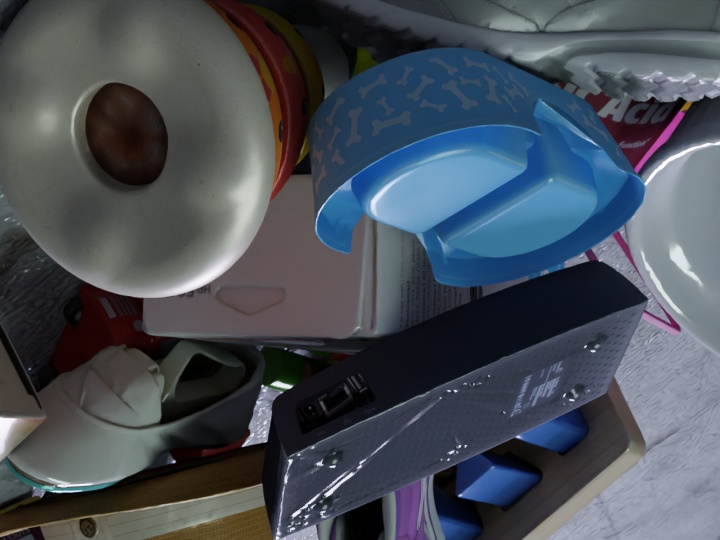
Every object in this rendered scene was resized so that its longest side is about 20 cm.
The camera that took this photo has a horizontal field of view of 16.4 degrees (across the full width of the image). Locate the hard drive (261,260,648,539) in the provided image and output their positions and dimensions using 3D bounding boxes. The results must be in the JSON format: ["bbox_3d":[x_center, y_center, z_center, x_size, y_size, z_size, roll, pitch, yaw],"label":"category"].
[{"bbox_3d":[0.042,0.063,1.258,0.199,0.043,0.135,-23,159,-15],"label":"hard drive"}]

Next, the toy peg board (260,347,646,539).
[{"bbox_3d":[0.037,0.078,1.486,0.097,0.200,0.200,20,126,-42],"label":"toy peg board"}]

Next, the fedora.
[{"bbox_3d":[-0.106,0.149,1.360,0.199,0.082,0.201,-14,179,0],"label":"fedora"}]

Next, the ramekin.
[{"bbox_3d":[0.242,-0.030,1.260,0.098,0.199,0.201,-59,173,-32],"label":"ramekin"}]

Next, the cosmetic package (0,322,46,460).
[{"bbox_3d":[-0.262,0.091,1.230,0.200,0.104,0.087,-40,155,22],"label":"cosmetic package"}]

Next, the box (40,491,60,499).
[{"bbox_3d":[-0.087,0.193,1.519,0.048,0.199,0.158,-54,162,-3],"label":"box"}]

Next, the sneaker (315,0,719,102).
[{"bbox_3d":[0.078,-0.129,1.165,0.198,0.083,0.075,7,170,-4],"label":"sneaker"}]

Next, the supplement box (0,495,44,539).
[{"bbox_3d":[-0.242,0.247,1.565,0.130,0.104,0.200,-23,156,-22],"label":"supplement box"}]

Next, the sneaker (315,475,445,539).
[{"bbox_3d":[0.003,0.159,1.389,0.115,0.072,0.202,-66,157,-55],"label":"sneaker"}]

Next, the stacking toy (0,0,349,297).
[{"bbox_3d":[-0.065,-0.082,1.152,0.146,0.146,0.200,-47,172,31],"label":"stacking toy"}]

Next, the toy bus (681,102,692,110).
[{"bbox_3d":[0.197,-0.170,1.319,0.065,0.079,0.200,-16,152,-36],"label":"toy bus"}]

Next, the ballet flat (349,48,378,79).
[{"bbox_3d":[0.030,-0.109,1.245,0.066,0.067,0.200,-21,155,-20],"label":"ballet flat"}]

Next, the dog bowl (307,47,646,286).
[{"bbox_3d":[0.051,-0.048,1.149,0.111,0.050,0.200,-31,154,26],"label":"dog bowl"}]

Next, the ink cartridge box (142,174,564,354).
[{"bbox_3d":[0.000,0.000,1.321,0.145,0.085,0.200,0,175,32],"label":"ink cartridge box"}]

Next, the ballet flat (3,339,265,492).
[{"bbox_3d":[-0.114,0.065,1.300,0.069,0.070,0.200,-43,163,25],"label":"ballet flat"}]

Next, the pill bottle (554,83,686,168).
[{"bbox_3d":[0.131,-0.132,1.265,0.114,0.115,0.200,-12,150,-39],"label":"pill bottle"}]

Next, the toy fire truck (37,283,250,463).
[{"bbox_3d":[-0.115,0.063,1.428,0.140,0.049,0.200,-17,152,-32],"label":"toy fire truck"}]

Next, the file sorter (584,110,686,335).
[{"bbox_3d":[0.217,-0.070,1.484,0.200,0.126,0.139,-38,157,13],"label":"file sorter"}]
